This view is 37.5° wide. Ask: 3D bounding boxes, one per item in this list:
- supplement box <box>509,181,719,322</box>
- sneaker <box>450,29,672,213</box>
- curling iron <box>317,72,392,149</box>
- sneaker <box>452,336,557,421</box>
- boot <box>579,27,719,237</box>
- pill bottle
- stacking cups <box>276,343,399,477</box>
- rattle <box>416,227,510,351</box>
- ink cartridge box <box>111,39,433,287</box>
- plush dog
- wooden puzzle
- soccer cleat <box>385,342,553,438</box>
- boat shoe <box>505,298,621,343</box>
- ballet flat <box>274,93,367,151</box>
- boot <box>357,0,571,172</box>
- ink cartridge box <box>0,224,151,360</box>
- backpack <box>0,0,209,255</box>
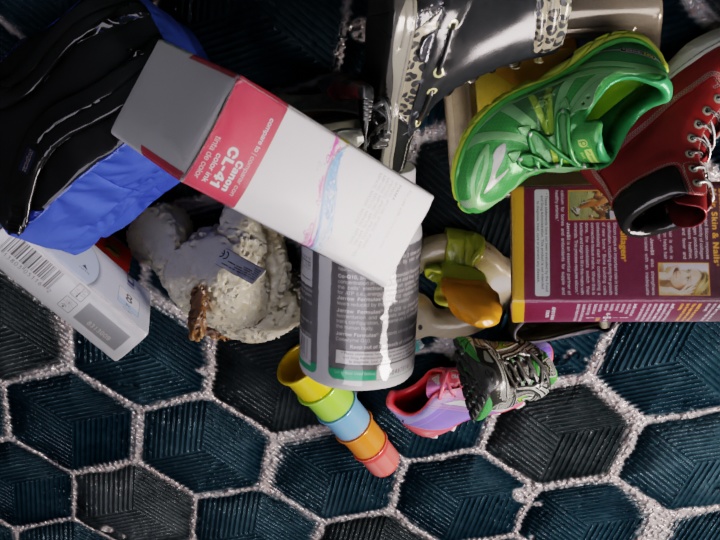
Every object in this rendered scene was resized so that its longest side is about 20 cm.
[{"bbox_3d":[0.236,-0.014,0.964,0.198,0.111,0.086,0,165,8],"label":"supplement box"},{"bbox_3d":[0.156,-0.111,0.839,0.199,0.084,0.074,-37,134,11],"label":"sneaker"},{"bbox_3d":[-0.012,-0.137,0.851,0.025,0.200,0.050,-9,110,-13],"label":"curling iron"},{"bbox_3d":[0.139,0.092,1.004,0.085,0.200,0.079,-15,85,15],"label":"sneaker"},{"bbox_3d":[0.278,-0.108,0.847,0.199,0.145,0.072,-32,133,9],"label":"boot"},{"bbox_3d":[0.000,0.000,0.988,0.112,0.113,0.202,4,108,5],"label":"pill bottle"},{"bbox_3d":[-0.015,0.164,1.208,0.060,0.061,0.200,-22,126,25],"label":"stacking cups"},{"bbox_3d":[0.071,0.066,1.060,0.130,0.144,0.200,24,126,-37],"label":"rattle"},{"bbox_3d":[-0.065,-0.079,0.794,0.199,0.147,0.086,30,91,-38],"label":"ink cartridge box"},{"bbox_3d":[-0.116,0.016,1.051,0.199,0.162,0.172,-16,151,21],"label":"plush dog"},{"bbox_3d":[0.164,-0.146,0.924,0.183,0.037,0.201,-1,130,9],"label":"wooden puzzle"},{"bbox_3d":[0.117,0.124,1.146,0.076,0.067,0.199,32,133,-32],"label":"soccer cleat"},{"bbox_3d":[0.238,0.029,1.047,0.199,0.065,0.072,-16,127,21],"label":"boat shoe"},{"bbox_3d":[-0.061,-0.125,0.958,0.198,0.063,0.068,-10,128,16],"label":"ballet flat"},{"bbox_3d":[0.079,-0.158,0.847,0.152,0.074,0.204,-12,145,-13],"label":"boot"},{"bbox_3d":[-0.265,-0.028,0.993,0.047,0.200,0.160,-38,118,15],"label":"ink cartridge box"},{"bbox_3d":[-0.214,-0.134,0.905,0.200,0.163,0.168,-39,161,15],"label":"backpack"}]
